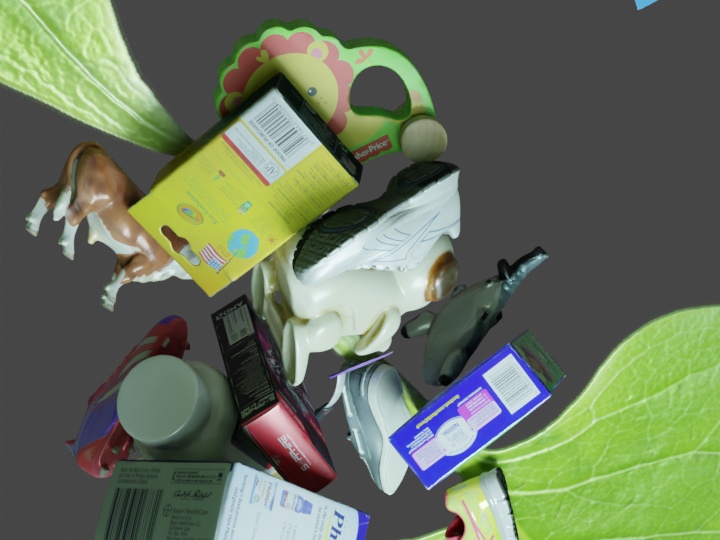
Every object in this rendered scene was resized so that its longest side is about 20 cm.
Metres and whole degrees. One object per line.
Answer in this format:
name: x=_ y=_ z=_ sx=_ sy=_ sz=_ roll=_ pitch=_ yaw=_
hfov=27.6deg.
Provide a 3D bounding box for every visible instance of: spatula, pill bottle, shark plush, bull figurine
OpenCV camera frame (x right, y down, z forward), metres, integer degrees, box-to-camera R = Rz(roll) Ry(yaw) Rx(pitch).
spatula: x=-0.031 y=0.138 z=1.621 sx=0.056 sy=0.021 sz=0.200 roll=-18 pitch=158 yaw=-40
pill bottle: x=-0.171 y=0.162 z=1.533 sx=0.119 sy=0.120 sz=0.200 roll=-29 pitch=152 yaw=5
shark plush: x=0.128 y=0.045 z=1.643 sx=0.083 sy=0.091 sz=0.201 roll=25 pitch=99 yaw=-54
bull figurine: x=-0.234 y=-0.034 z=1.457 sx=0.200 sy=0.065 sz=0.122 roll=47 pitch=69 yaw=-27

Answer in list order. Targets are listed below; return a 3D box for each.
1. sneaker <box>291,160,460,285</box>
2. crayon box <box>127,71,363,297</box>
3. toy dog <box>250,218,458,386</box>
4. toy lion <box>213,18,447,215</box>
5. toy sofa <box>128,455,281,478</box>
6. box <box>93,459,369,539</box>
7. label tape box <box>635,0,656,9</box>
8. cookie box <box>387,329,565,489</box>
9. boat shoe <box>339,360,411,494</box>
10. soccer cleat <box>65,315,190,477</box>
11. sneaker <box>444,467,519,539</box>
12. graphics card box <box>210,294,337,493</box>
sneaker: x=0.025 y=-0.030 z=1.411 sx=0.199 sy=0.074 sz=0.088 roll=-29 pitch=118 yaw=-23
crayon box: x=-0.112 y=-0.081 z=1.419 sx=0.199 sy=0.051 sz=0.127 roll=-35 pitch=109 yaw=20
toy dog: x=0.000 y=0.000 z=1.520 sx=0.198 sy=0.140 sz=0.195 roll=-13 pitch=131 yaw=-21
toy lion: x=-0.037 y=-0.166 z=1.443 sx=0.199 sy=0.069 sz=0.193 roll=-25 pitch=118 yaw=1
toy sofa: x=-0.173 y=0.234 z=1.664 sx=0.199 sy=0.098 sz=0.083 roll=-30 pitch=150 yaw=5
box: x=-0.126 y=0.263 z=1.448 sx=0.183 sy=0.106 sz=0.199 roll=-5 pitch=154 yaw=42
label tape box: x=0.313 y=-0.352 z=1.407 sx=0.143 sy=0.063 sz=0.201 roll=-26 pitch=125 yaw=4
cookie box: x=0.132 y=0.147 z=1.609 sx=0.171 sy=0.200 sz=0.075 roll=-39 pitch=85 yaw=11
boat shoe: x=0.016 y=0.178 z=1.694 sx=0.061 sy=0.073 sz=0.201 roll=16 pitch=138 yaw=26
soccer cleat: x=-0.253 y=0.129 z=1.577 sx=0.067 sy=0.076 sz=0.201 roll=9 pitch=111 yaw=-60
sneaker: x=0.151 y=0.330 z=1.819 sx=0.090 sy=0.078 sz=0.201 roll=-13 pitch=120 yaw=4
graphics card box: x=-0.092 y=0.129 z=1.532 sx=0.051 sy=0.200 sz=0.126 roll=-32 pitch=125 yaw=4
